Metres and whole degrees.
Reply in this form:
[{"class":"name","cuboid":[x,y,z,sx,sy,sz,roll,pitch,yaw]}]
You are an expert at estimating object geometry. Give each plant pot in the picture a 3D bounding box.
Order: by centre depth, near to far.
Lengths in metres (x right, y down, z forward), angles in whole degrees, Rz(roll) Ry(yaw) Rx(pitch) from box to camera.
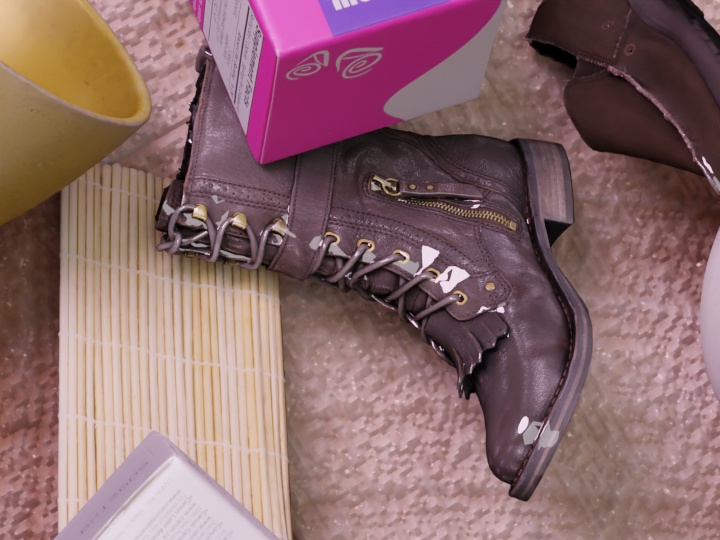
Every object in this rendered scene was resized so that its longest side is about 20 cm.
[{"class":"plant pot","cuboid":[-0.202,-0.075,1.099,0.200,0.200,0.142,42,103,-7]}]

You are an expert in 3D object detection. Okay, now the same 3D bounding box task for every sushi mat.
[{"class":"sushi mat","cuboid":[-0.075,0.034,1.132,0.096,0.012,0.200,9,47,-16]}]

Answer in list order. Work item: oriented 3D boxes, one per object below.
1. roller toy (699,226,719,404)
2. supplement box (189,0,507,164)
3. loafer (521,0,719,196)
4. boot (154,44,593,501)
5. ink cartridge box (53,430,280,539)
[{"class":"roller toy","cuboid":[0.243,0.017,1.182,0.200,0.140,0.183,-14,116,-25]},{"class":"supplement box","cuboid":[-0.027,-0.160,1.142,0.101,0.103,0.200,-19,71,-14]},{"class":"loafer","cuboid":[0.127,-0.069,1.172,0.073,0.200,0.071,35,104,-32]},{"class":"boot","cuboid":[0.000,0.000,1.158,0.174,0.069,0.200,11,45,-14]},{"class":"ink cartridge box","cuboid":[-0.038,0.166,1.054,0.200,0.050,0.109,43,87,-16]}]
